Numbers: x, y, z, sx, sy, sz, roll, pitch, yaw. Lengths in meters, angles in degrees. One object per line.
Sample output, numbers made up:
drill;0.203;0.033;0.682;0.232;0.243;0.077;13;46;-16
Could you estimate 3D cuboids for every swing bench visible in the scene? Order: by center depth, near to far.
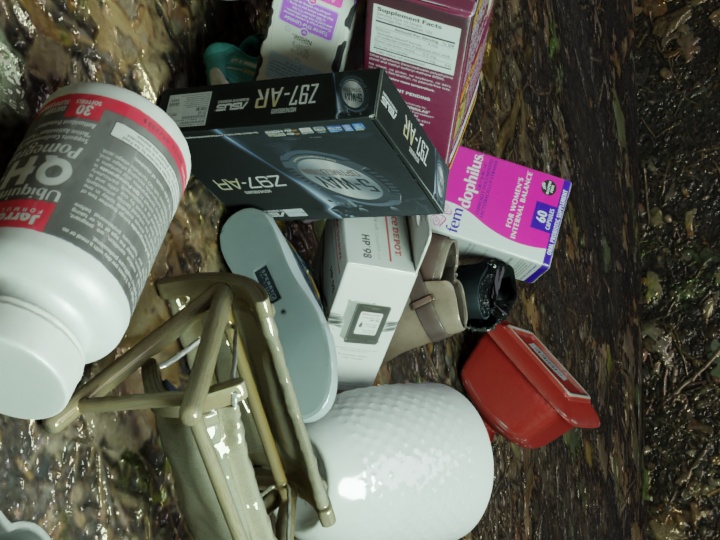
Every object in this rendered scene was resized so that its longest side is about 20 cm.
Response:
swing bench;-0.105;0.132;0.880;0.200;0.128;0.201;-58;137;-56

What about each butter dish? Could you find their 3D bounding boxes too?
butter dish;0.206;0.174;1.620;0.200;0.148;0.199;48;13;22

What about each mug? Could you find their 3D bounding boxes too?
mug;0.013;0.202;1.051;0.174;0.147;0.203;2;71;-43

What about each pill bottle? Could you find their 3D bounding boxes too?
pill bottle;-0.184;-0.013;0.742;0.111;0.109;0.202;63;31;-42

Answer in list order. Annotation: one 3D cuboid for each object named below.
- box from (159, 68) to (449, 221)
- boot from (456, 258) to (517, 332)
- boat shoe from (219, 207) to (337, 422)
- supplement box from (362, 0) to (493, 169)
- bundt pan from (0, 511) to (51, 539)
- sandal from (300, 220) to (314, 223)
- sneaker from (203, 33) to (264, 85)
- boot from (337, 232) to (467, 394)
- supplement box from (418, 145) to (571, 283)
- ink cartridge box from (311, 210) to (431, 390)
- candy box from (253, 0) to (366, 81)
box;-0.045;-0.097;0.977;0.160;0.197;0.044;48;47;-56
boot;0.098;0.026;1.338;0.200;0.166;0.078;-16;101;-67
boat shoe;-0.055;0.043;1.028;0.091;0.070;0.202;42;24;-61
supplement box;0.055;-0.184;0.981;0.201;0.084;0.111;94;14;-56
bundt pan;-0.228;0.231;0.631;0.201;0.075;0.205;-6;90;-67
sandal;-0.015;-0.140;1.161;0.079;0.059;0.208;-18;143;-50
sneaker;-0.079;-0.177;1.083;0.200;0.077;0.081;-27;99;-67
boot;0.037;0.058;1.213;0.070;0.144;0.203;4;82;-69
supplement box;0.119;-0.070;1.323;0.103;0.197;0.103;107;-1;-79
ink cartridge box;0.000;0.000;1.081;0.117;0.066;0.202;-96;-161;-46
candy box;-0.010;-0.255;0.996;0.168;0.071;0.202;-59;170;-53
